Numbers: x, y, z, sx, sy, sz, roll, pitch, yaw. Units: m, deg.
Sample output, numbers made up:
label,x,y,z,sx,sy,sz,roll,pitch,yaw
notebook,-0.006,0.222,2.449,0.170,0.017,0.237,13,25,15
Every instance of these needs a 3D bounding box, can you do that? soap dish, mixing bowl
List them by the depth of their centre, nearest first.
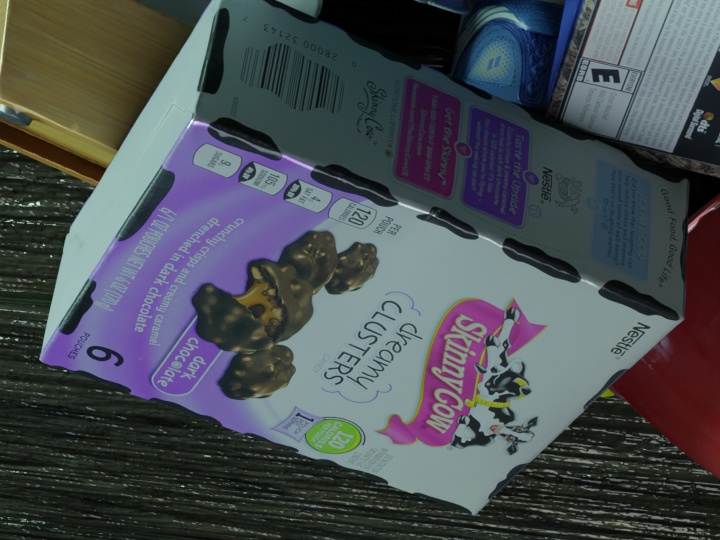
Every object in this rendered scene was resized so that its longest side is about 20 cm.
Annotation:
label,x,y,z,sx,sy,sz,roll,pitch,yaw
mixing bowl,0.212,0.035,0.906,0.199,0.109,0.201,-22,150,-14
soap dish,-0.081,-0.070,0.930,0.199,0.082,0.157,24,172,-21

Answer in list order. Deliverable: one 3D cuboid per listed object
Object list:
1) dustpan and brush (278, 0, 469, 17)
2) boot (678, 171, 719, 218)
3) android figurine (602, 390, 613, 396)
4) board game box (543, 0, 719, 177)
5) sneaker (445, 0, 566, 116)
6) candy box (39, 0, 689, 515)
label,x,y,z,sx,sy,sz,roll,pitch,yaw
dustpan and brush,-0.025,-0.122,0.809,0.139,0.058,0.200,14,172,1
boot,0.134,0.008,0.972,0.131,0.070,0.201,-21,148,-21
android figurine,0.049,0.029,1.095,0.181,0.041,0.200,16,170,26
board game box,0.181,-0.105,0.779,0.199,0.097,0.160,13,152,0
sneaker,0.056,-0.045,0.950,0.078,0.090,0.200,13,154,2
candy box,0.000,0.000,0.839,0.199,0.072,0.168,21,140,-16
